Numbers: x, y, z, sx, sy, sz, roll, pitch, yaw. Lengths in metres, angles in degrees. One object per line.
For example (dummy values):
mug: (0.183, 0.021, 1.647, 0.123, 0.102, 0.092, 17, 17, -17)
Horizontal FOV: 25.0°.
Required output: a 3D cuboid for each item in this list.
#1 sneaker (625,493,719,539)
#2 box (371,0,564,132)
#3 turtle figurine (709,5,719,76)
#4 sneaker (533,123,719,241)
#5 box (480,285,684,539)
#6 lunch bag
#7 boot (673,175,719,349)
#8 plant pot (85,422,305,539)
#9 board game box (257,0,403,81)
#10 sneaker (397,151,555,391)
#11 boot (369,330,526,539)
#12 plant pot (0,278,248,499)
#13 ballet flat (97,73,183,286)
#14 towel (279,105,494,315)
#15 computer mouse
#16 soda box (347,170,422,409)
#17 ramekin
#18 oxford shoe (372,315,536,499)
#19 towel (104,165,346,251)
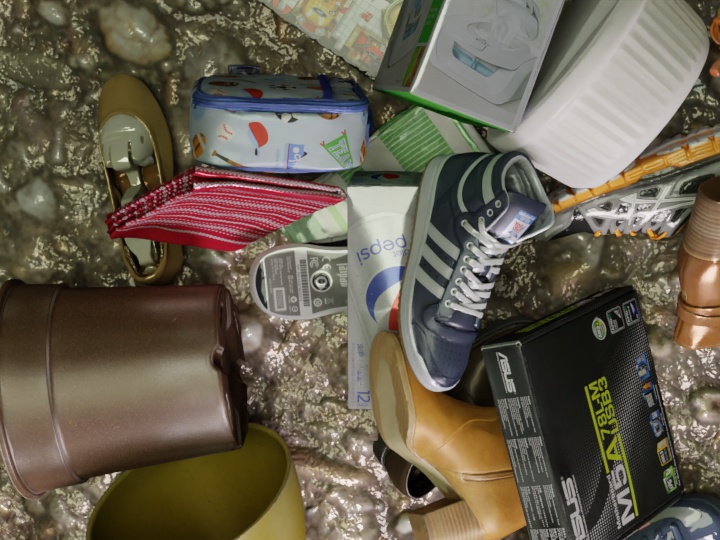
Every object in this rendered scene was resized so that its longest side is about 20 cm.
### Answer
sneaker: (0.237, 0.263, 1.447, 0.200, 0.082, 0.070, -28, 92, 13)
box: (0.096, -0.212, 1.329, 0.097, 0.200, 0.177, 19, 95, -10)
turtle figurine: (0.338, -0.165, 1.337, 0.064, 0.200, 0.161, -31, 108, 39)
sneaker: (0.241, -0.059, 1.406, 0.200, 0.078, 0.077, -20, 103, 14)
box: (0.194, 0.131, 1.384, 0.047, 0.193, 0.200, -11, 96, 38)
lunch bag: (-0.065, -0.131, 1.391, 0.160, 0.200, 0.076, 0, 103, -3)
boot: (0.353, -0.017, 1.389, 0.200, 0.074, 0.155, -10, 125, -20)
plant pot: (-0.130, 0.257, 1.479, 0.200, 0.200, 0.142, -16, 119, 13)
board game box: (-0.019, -0.253, 1.454, 0.200, 0.023, 0.105, 34, 101, 4)
sneaker: (0.095, -0.003, 1.307, 0.108, 0.070, 0.200, -6, 73, 45)
boot: (0.094, 0.130, 1.380, 0.144, 0.071, 0.202, -18, 98, -24)
plant pot: (-0.210, 0.096, 1.465, 0.198, 0.200, 0.201, -7, 97, 3)
ballet flat: (-0.204, -0.082, 1.493, 0.069, 0.063, 0.200, -12, 95, 14)
towel: (0.038, -0.052, 1.471, 0.200, 0.023, 0.153, -38, 90, 13)
computer mouse: (0.000, 0.000, 1.458, 0.200, 0.044, 0.110, -2, 105, 6)
soda box: (0.022, 0.017, 1.403, 0.063, 0.068, 0.200, 1, 103, 4)
ramekin: (0.201, -0.158, 1.341, 0.094, 0.202, 0.202, 37, 103, -8)
oxford shoe: (0.100, 0.127, 1.446, 0.073, 0.084, 0.200, 26, 111, -35)
towel: (-0.120, -0.050, 1.400, 0.144, 0.200, 0.023, 6, 77, -29)
